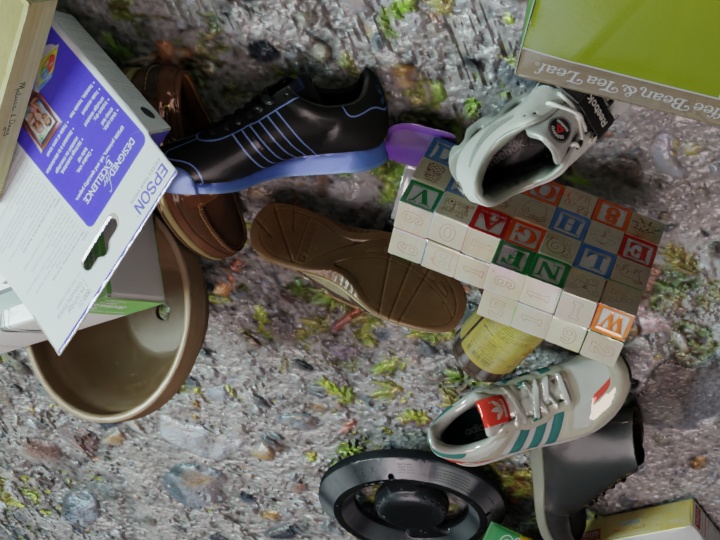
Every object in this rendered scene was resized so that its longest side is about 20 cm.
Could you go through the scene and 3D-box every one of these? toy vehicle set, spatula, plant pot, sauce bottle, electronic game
[{"bbox_3d":[-0.307,-0.164,1.180,0.124,0.026,0.201,46,130,25],"label":"toy vehicle set"},{"bbox_3d":[0.035,-0.058,1.283,0.056,0.021,0.201,14,138,-2],"label":"spatula"},{"bbox_3d":[-0.206,0.036,1.364,0.200,0.202,0.093,-16,168,29],"label":"plant pot"},{"bbox_3d":[0.153,0.024,1.305,0.064,0.065,0.200,26,137,-13],"label":"sauce bottle"},{"bbox_3d":[0.054,0.244,1.580,0.198,0.042,0.201,6,144,4],"label":"electronic game"}]

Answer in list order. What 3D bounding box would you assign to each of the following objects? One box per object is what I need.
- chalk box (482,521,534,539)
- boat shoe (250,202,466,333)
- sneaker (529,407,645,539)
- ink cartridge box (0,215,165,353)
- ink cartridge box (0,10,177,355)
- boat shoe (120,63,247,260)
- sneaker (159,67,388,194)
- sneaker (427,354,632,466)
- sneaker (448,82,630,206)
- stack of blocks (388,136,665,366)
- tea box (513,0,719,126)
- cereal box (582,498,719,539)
[{"bbox_3d":[0.167,0.348,1.558,0.199,0.124,0.125,23,166,18],"label":"chalk box"},{"bbox_3d":[0.000,0.000,1.312,0.199,0.073,0.072,20,173,7],"label":"boat shoe"},{"bbox_3d":[0.227,0.208,1.468,0.105,0.075,0.201,2,135,18],"label":"sneaker"},{"bbox_3d":[-0.280,-0.020,1.309,0.199,0.147,0.084,-17,168,29],"label":"ink cartridge box"},{"bbox_3d":[-0.237,-0.071,1.203,0.200,0.043,0.198,49,117,24],"label":"ink cartridge box"},{"bbox_3d":[-0.139,-0.088,1.262,0.067,0.072,0.201,-6,131,24],"label":"boat shoe"},{"bbox_3d":[-0.076,-0.113,1.196,0.199,0.070,0.078,-10,115,-9],"label":"sneaker"},{"bbox_3d":[0.151,0.129,1.368,0.199,0.071,0.093,-23,165,20],"label":"sneaker"},{"bbox_3d":[0.155,-0.114,1.102,0.200,0.089,0.074,-44,107,12],"label":"sneaker"},{"bbox_3d":[0.126,-0.017,1.172,0.199,0.115,0.059,22,136,8],"label":"stack of blocks"},{"bbox_3d":[0.222,-0.215,0.978,0.199,0.134,0.198,15,133,1],"label":"tea box"},{"bbox_3d":[0.331,0.325,1.590,0.143,0.040,0.200,-19,128,32],"label":"cereal box"}]
